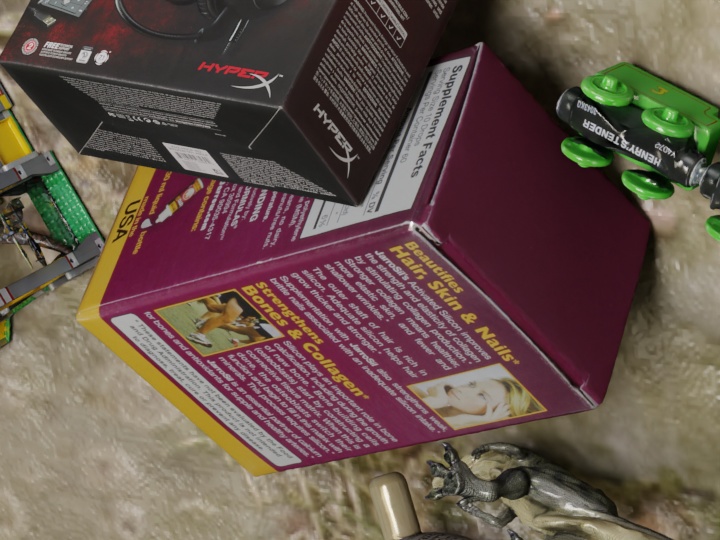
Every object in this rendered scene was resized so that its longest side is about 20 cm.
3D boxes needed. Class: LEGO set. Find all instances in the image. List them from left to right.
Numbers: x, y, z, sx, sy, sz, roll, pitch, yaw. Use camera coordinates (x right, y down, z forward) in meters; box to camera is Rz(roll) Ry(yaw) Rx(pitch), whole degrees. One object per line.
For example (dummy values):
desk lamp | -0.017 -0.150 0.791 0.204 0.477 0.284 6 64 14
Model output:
LEGO set | -0.230 -0.030 1.386 0.154 0.116 0.200 -20 97 40

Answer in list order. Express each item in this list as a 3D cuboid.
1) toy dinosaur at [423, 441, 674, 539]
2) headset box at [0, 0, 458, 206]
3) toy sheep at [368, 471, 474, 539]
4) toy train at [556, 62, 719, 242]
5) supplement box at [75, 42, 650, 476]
toy dinosaur | 0.082 0.108 1.209 0.200 0.088 0.048 29 108 49
headset box | -0.034 -0.138 1.161 0.148 0.200 0.075 12 155 34
toy sheep | 0.036 0.190 1.283 0.138 0.138 0.200 -19 92 40
toy train | 0.168 -0.028 1.132 0.200 0.056 0.042 30 120 24
supplement box | 0.000 0.000 1.207 0.200 0.103 0.131 -13 134 39
